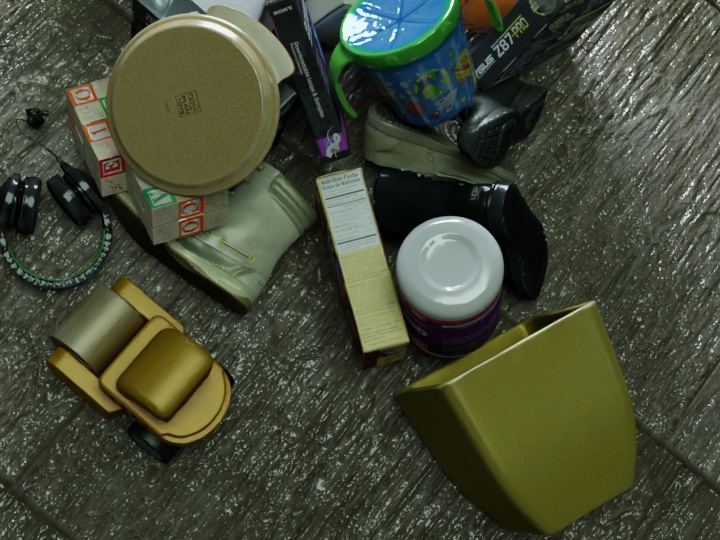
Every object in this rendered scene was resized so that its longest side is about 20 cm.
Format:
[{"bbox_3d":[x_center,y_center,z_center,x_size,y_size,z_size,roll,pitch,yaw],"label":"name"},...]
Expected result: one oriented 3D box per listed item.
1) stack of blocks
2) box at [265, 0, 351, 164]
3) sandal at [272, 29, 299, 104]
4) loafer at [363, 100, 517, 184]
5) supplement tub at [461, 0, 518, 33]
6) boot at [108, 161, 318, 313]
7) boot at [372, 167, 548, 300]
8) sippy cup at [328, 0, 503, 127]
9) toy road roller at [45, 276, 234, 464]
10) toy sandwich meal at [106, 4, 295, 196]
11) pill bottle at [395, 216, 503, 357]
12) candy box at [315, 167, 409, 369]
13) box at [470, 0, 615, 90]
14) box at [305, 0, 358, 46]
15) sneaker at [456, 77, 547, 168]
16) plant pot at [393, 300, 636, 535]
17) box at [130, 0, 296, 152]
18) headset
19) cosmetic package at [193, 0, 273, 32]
[{"bbox_3d":[-0.232,-0.124,1.610,0.115,0.059,0.200,-18,55,-19],"label":"stack of blocks"},{"bbox_3d":[-0.060,-0.236,1.634,0.036,0.143,0.200,-19,122,5],"label":"box"},{"bbox_3d":[-0.089,-0.270,1.739,0.076,0.043,0.201,18,73,-5],"label":"sandal"},{"bbox_3d":[0.088,-0.135,1.724,0.199,0.068,0.076,20,34,-19],"label":"loafer"},{"bbox_3d":[0.151,-0.392,1.765,0.122,0.123,0.201,5,68,-9],"label":"supplement tub"},{"bbox_3d":[-0.163,-0.067,1.658,0.200,0.072,0.155,37,70,1],"label":"boot"},{"bbox_3d":[0.113,-0.045,1.690,0.168,0.200,0.077,9,64,28],"label":"boot"},{"bbox_3d":[0.063,-0.233,1.625,0.177,0.130,0.140,-5,48,27],"label":"sippy cup"},{"bbox_3d":[-0.225,0.098,1.561,0.200,0.146,0.123,40,72,2],"label":"toy road roller"},{"bbox_3d":[-0.166,-0.177,1.541,0.204,0.070,0.206,1,96,10],"label":"toy sandwich meal"},{"bbox_3d":[0.096,0.026,1.606,0.112,0.200,0.113,-1,69,3],"label":"pill bottle"},{"bbox_3d":[0.000,0.000,1.643,0.056,0.117,0.201,-13,77,-5],"label":"candy box"},{"bbox_3d":[0.225,-0.294,1.705,0.200,0.161,0.049,-31,81,-45],"label":"box"},{"bbox_3d":[0.016,-0.363,1.732,0.127,0.109,0.201,14,72,-28],"label":"box"},{"bbox_3d":[0.143,-0.177,1.712,0.091,0.076,0.200,27,27,14],"label":"sneaker"},{"bbox_3d":[0.184,0.172,1.603,0.194,0.195,0.201,-27,91,-16],"label":"plant pot"},{"bbox_3d":[-0.168,-0.218,1.650,0.200,0.160,0.044,42,72,3],"label":"box"},{"bbox_3d":[-0.344,-0.079,1.639,0.123,0.094,0.201,-11,93,-13],"label":"headset"},{"bbox_3d":[-0.134,-0.346,1.717,0.101,0.071,0.201,16,67,9],"label":"cosmetic package"}]
